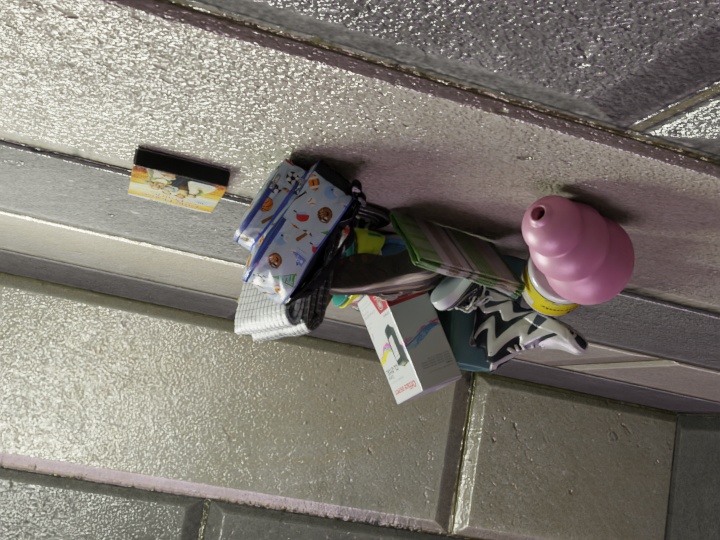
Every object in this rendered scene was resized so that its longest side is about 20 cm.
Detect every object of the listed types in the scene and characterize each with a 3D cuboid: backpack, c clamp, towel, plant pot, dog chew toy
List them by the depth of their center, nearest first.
[{"bbox_3d":[0.282,-0.035,1.181,0.124,0.126,0.200,1,158,41],"label":"dog chew toy"},{"bbox_3d":[-0.093,-0.050,1.239,0.153,0.192,0.200,26,169,1],"label":"backpack"},{"bbox_3d":[0.147,-0.024,1.375,0.199,0.031,0.150,15,-155,-25],"label":"towel"},{"bbox_3d":[-0.115,0.009,1.418,0.085,0.202,0.165,23,158,-32],"label":"towel"},{"bbox_3d":[-0.055,-0.095,1.435,0.198,0.027,0.171,14,164,-12],"label":"c clamp"},{"bbox_3d":[0.196,0.074,1.595,0.140,0.202,0.141,14,169,-17],"label":"plant pot"}]

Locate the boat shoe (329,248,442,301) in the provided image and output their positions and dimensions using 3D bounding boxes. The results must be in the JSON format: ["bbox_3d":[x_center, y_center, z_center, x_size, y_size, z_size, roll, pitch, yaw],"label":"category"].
[{"bbox_3d":[0.038,0.018,1.410,0.198,0.075,0.074,-7,136,11],"label":"boat shoe"}]

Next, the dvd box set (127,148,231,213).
[{"bbox_3d":[-0.290,-0.138,1.401,0.145,0.030,0.200,13,169,-16],"label":"dvd box set"}]

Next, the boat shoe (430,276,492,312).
[{"bbox_3d":[0.172,0.031,1.435,0.073,0.068,0.199,-30,-174,24],"label":"boat shoe"}]

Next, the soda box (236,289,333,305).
[{"bbox_3d":[-0.136,0.050,1.560,0.064,0.068,0.199,37,162,-29],"label":"soda box"}]

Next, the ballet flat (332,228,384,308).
[{"bbox_3d":[0.000,0.000,1.499,0.066,0.067,0.201,-5,146,-16],"label":"ballet flat"}]

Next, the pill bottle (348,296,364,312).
[{"bbox_3d":[0.008,0.020,1.717,0.115,0.117,0.200,7,169,17],"label":"pill bottle"}]

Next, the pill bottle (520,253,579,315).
[{"bbox_3d":[0.309,0.011,1.396,0.110,0.112,0.200,9,170,6],"label":"pill bottle"}]

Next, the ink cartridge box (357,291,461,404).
[{"bbox_3d":[0.084,0.119,1.557,0.082,0.201,0.146,-18,168,-21],"label":"ink cartridge box"}]

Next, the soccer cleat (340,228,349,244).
[{"bbox_3d":[-0.065,-0.044,1.530,0.198,0.086,0.069,8,169,11],"label":"soccer cleat"}]

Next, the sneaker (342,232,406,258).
[{"bbox_3d":[0.036,-0.015,1.574,0.198,0.091,0.078,1,167,25],"label":"sneaker"}]

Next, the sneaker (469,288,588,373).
[{"bbox_3d":[0.269,0.126,1.479,0.198,0.131,0.079,26,-173,20],"label":"sneaker"}]
